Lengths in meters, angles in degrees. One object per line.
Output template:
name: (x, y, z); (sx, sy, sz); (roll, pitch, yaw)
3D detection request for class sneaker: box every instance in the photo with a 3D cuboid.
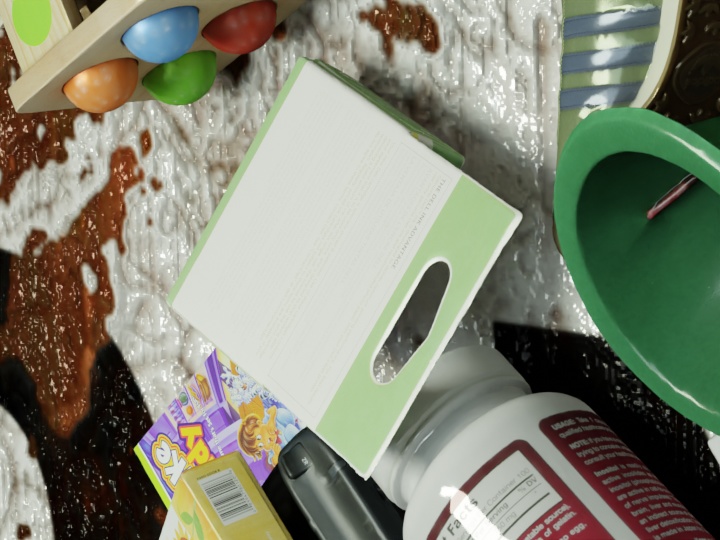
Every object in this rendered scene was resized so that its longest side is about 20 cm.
sneaker: (0.122, -0.102, 1.287); (0.090, 0.067, 0.201); (51, 133, 43)

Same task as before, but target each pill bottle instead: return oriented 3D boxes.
pill bottle: (0.093, 0.130, 1.313); (0.200, 0.113, 0.113); (48, 127, 30)

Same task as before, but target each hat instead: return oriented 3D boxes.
hat: (0.201, -0.045, 1.231); (0.166, 0.176, 0.200); (47, 154, 13)

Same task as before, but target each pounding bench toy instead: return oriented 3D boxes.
pounding bench toy: (-0.141, -0.150, 1.495); (0.200, 0.124, 0.157); (-34, 73, 43)

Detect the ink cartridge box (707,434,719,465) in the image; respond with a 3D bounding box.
ink cartridge box: (0.237, 0.061, 1.211); (0.200, 0.037, 0.095); (-46, 64, 42)

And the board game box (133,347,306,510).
board game box: (-0.024, 0.131, 1.480); (0.135, 0.045, 0.200); (-51, 62, 38)

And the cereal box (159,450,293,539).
cereal box: (-0.059, 0.202, 1.454); (0.144, 0.039, 0.200); (57, 152, 23)

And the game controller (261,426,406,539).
game controller: (0.011, 0.171, 1.399); (0.200, 0.042, 0.104); (57, 145, 23)

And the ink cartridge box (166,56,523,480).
ink cartridge box: (0.000, 0.000, 1.374); (0.200, 0.048, 0.146); (38, 101, 47)
